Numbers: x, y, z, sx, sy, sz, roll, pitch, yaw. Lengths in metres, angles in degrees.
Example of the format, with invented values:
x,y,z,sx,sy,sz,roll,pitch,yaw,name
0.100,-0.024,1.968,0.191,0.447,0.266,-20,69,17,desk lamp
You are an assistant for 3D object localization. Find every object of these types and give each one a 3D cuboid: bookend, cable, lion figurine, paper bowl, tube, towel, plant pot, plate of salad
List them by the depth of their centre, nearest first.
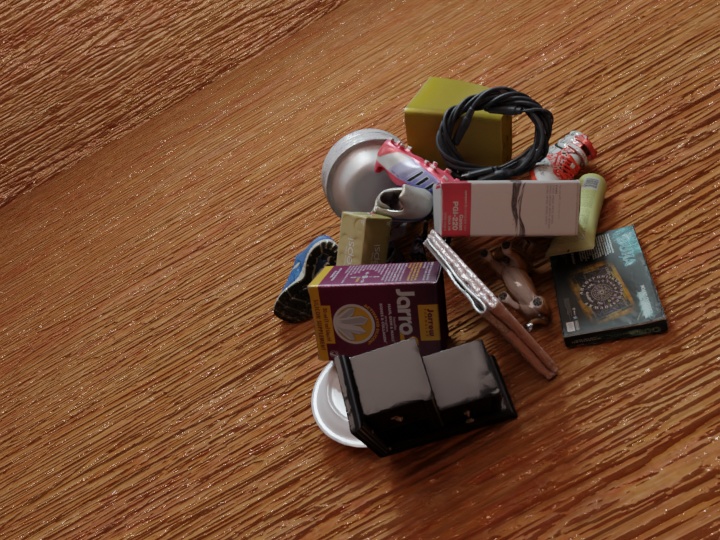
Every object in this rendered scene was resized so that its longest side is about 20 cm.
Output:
x,y,z,sx,sy,sz,roll,pitch,yaw,name
0.091,0.150,0.704,0.199,0.199,0.092,-18,62,3,bookend
0.182,0.047,0.801,0.032,0.191,0.200,-42,36,9,towel
0.250,0.026,0.865,0.072,0.122,0.201,-27,51,25,lion figurine
0.022,0.190,0.869,0.199,0.048,0.200,-10,40,9,plate of salad
0.361,-0.087,0.920,0.052,0.058,0.200,29,48,8,tube
0.237,-0.239,0.989,0.199,0.164,0.051,-22,-3,23,cable
0.209,-0.265,1.130,0.176,0.201,0.200,5,37,21,plant pot
0.024,-0.182,1.163,0.200,0.201,0.104,-29,37,3,paper bowl

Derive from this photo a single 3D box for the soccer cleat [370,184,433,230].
x,y,z,sx,sy,sz,roll,pitch,yaw,name
0.051,-0.114,1.015,0.200,0.086,0.070,-16,57,56,soccer cleat

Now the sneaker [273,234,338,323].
x,y,z,sx,sy,sz,roll,pitch,yaw,name
-0.104,0.016,1.103,0.200,0.078,0.089,-54,19,16,sneaker

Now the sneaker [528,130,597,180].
x,y,z,sx,sy,sz,roll,pitch,yaw,name
0.364,-0.189,0.996,0.108,0.067,0.202,-33,15,28,sneaker

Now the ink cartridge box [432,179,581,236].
x,y,z,sx,sy,sz,roll,pitch,yaw,name
0.217,-0.096,0.863,0.199,0.085,0.146,-2,7,4,ink cartridge box

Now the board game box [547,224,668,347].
x,y,z,sx,sy,sz,roll,pitch,yaw,name
0.361,0.019,0.838,0.135,0.028,0.200,-14,40,22,board game box

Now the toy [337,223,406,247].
x,y,z,sx,sy,sz,roll,pitch,yaw,name
0.017,-0.044,1.135,0.199,0.047,0.115,-24,27,22,toy

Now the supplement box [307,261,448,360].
x,y,z,sx,sy,sz,roll,pitch,yaw,name
0.032,0.064,0.879,0.199,0.132,0.103,-3,17,14,supplement box

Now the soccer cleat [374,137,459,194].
x,y,z,sx,sy,sz,roll,pitch,yaw,name
0.102,-0.172,1.023,0.200,0.067,0.077,42,116,34,soccer cleat

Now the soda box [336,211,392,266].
x,y,z,sx,sy,sz,roll,pitch,yaw,name
0.000,0.000,0.984,0.064,0.201,0.068,-4,16,-42,soda box

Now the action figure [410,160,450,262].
x,y,z,sx,sy,sz,roll,pitch,yaw,name
0.143,-0.105,1.057,0.118,0.102,0.201,8,64,9,action figure

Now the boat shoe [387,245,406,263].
x,y,z,sx,sy,sz,roll,pitch,yaw,name
-0.003,0.019,1.073,0.200,0.057,0.067,-31,37,1,boat shoe
